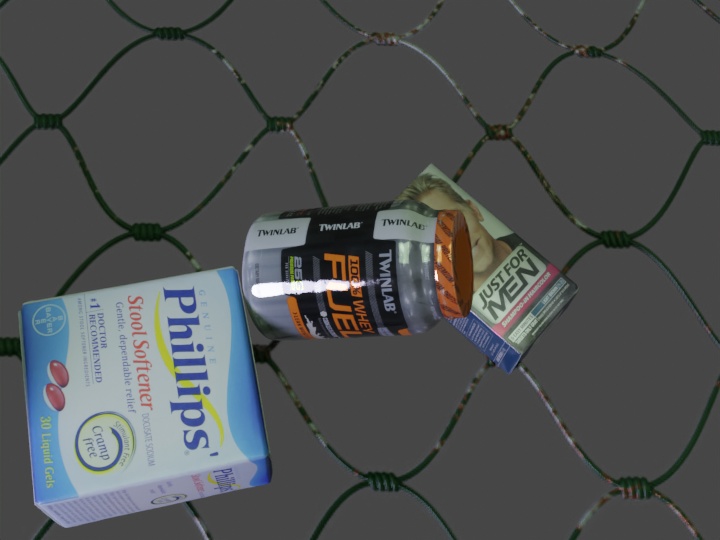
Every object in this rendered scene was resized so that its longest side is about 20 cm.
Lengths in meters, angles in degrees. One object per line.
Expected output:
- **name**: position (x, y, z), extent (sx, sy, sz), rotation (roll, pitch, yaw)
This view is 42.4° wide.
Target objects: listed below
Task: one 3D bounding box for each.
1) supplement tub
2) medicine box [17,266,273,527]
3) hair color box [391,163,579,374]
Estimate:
- **supplement tub**: position (0.000, 0.000, 0.860), extent (0.197, 0.123, 0.125), rotation (-5, 64, 18)
- **medicine box**: position (-0.191, 0.113, 0.841), extent (0.196, 0.103, 0.185), rotation (-11, 67, -8)
- **hair color box**: position (0.110, -0.003, 0.939), extent (0.199, 0.061, 0.100), rotation (41, 69, 14)
